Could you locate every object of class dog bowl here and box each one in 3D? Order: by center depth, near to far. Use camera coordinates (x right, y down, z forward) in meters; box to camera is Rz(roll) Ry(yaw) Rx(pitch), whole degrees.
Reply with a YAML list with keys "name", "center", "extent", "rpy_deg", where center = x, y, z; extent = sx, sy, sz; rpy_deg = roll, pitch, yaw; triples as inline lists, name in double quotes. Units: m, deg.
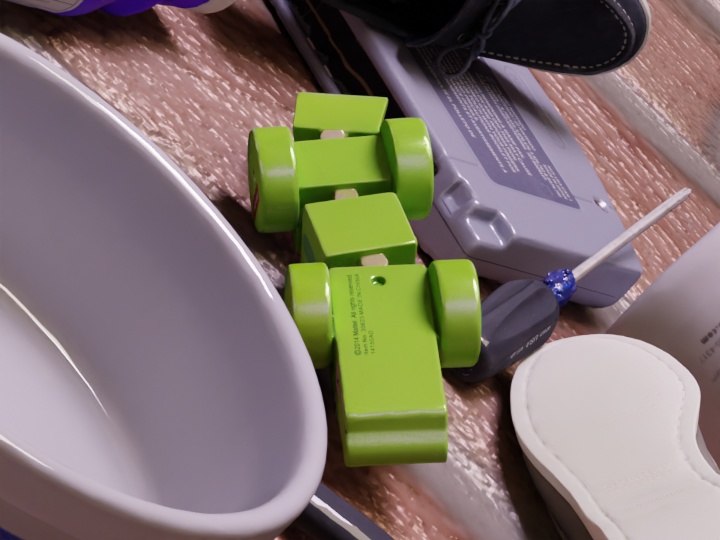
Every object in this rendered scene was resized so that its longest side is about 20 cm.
- name: "dog bowl"
  center: [-0.109, 0.019, 0.828]
  extent: [0.200, 0.079, 0.200]
  rpy_deg: [36, 24, -19]

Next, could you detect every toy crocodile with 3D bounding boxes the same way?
- name: "toy crocodile"
  center: [0.000, 0.000, 1.070]
  extent: [0.067, 0.062, 0.200]
  rpy_deg: [-5, 43, -9]

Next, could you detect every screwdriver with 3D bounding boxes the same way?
- name: "screwdriver"
  center: [0.089, -0.004, 1.195]
  extent: [0.200, 0.028, 0.029]
  rpy_deg: [-40, 124, -49]

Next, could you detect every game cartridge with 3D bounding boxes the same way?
- name: "game cartridge"
  center: [0.039, -0.069, 1.272]
  extent: [0.133, 0.041, 0.200]
  rpy_deg: [10, 41, -47]

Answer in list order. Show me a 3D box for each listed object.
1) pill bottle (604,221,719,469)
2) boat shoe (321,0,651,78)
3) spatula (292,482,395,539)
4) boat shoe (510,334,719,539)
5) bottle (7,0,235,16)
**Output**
- name: "pill bottle"
  center: [0.202, 0.068, 1.211]
  extent: [0.200, 0.114, 0.114]
  rpy_deg: [48, 23, 8]
- name: "boat shoe"
  center: [0.040, -0.118, 1.227]
  extent: [0.200, 0.075, 0.062]
  rpy_deg: [22, 37, -33]
- name: "spatula"
  center: [0.033, 0.120, 0.965]
  extent: [0.200, 0.021, 0.057]
  rpy_deg: [43, 25, -3]
- name: "boat shoe"
  center: [0.103, 0.088, 1.086]
  extent: [0.202, 0.072, 0.060]
  rpy_deg: [-116, -167, -62]
- name: "bottle"
  center: [-0.117, -0.135, 1.087]
  extent: [0.200, 0.065, 0.084]
  rpy_deg: [10, 41, -53]
